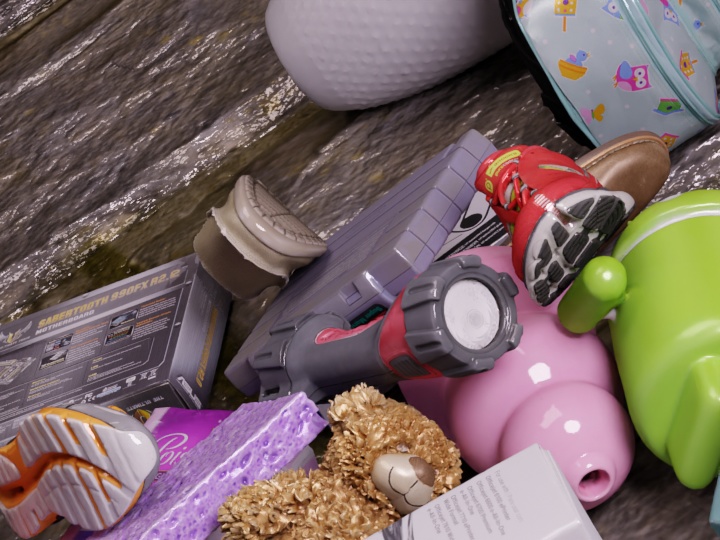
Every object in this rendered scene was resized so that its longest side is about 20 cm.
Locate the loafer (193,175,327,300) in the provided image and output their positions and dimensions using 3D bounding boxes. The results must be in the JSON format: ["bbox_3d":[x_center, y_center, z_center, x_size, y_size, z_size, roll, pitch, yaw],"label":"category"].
[{"bbox_3d":[-0.070,-0.016,1.829,0.068,0.076,0.200,-49,1,1],"label":"loafer"}]

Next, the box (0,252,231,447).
[{"bbox_3d":[-0.196,0.078,1.964,0.200,0.048,0.158,-20,30,19],"label":"box"}]

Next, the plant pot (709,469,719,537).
[{"bbox_3d":[0.281,0.088,1.411,0.141,0.141,0.200,12,58,52],"label":"plant pot"}]

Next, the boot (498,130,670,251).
[{"bbox_3d":[0.133,-0.006,1.777,0.200,0.074,0.075,-42,45,-6],"label":"boot"}]

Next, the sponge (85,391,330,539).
[{"bbox_3d":[-0.114,0.145,1.612,0.200,0.030,0.112,-41,9,-18],"label":"sponge"}]

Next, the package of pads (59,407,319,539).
[{"bbox_3d":[-0.122,0.174,1.716,0.120,0.076,0.200,1,42,40],"label":"package of pads"}]

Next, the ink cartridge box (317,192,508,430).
[{"bbox_3d":[0.032,0.019,1.842,0.200,0.044,0.094,-38,28,-11],"label":"ink cartridge box"}]

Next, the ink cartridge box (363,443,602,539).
[{"bbox_3d":[0.047,0.205,1.432,0.200,0.145,0.084,-30,29,2],"label":"ink cartridge box"}]

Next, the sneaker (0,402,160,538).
[{"bbox_3d":[-0.163,0.109,1.671,0.077,0.078,0.200,-27,5,-28],"label":"sneaker"}]

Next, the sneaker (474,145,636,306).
[{"bbox_3d":[0.100,-0.034,1.595,0.077,0.085,0.200,-53,-6,6],"label":"sneaker"}]

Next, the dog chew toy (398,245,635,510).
[{"bbox_3d":[0.097,0.071,1.632,0.125,0.125,0.200,-32,37,-2],"label":"dog chew toy"}]

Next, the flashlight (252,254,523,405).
[{"bbox_3d":[0.012,0.037,1.611,0.068,0.068,0.200,-8,-3,-33],"label":"flashlight"}]

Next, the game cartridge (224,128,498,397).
[{"bbox_3d":[0.000,0.000,1.755,0.200,0.038,0.130,-36,19,47],"label":"game cartridge"}]

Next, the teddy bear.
[{"bbox_3d":[-0.015,0.164,1.561,0.200,0.145,0.067,-38,0,-10],"label":"teddy bear"}]

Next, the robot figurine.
[{"bbox_3d":[0.201,0.035,1.571,0.175,0.116,0.200,5,38,-7],"label":"robot figurine"}]

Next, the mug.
[{"bbox_3d":[0.031,-0.205,2.118,0.175,0.148,0.200,-30,-2,17],"label":"mug"}]

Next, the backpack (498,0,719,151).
[{"bbox_3d":[0.177,-0.171,1.869,0.153,0.176,0.200,-24,33,20],"label":"backpack"}]
